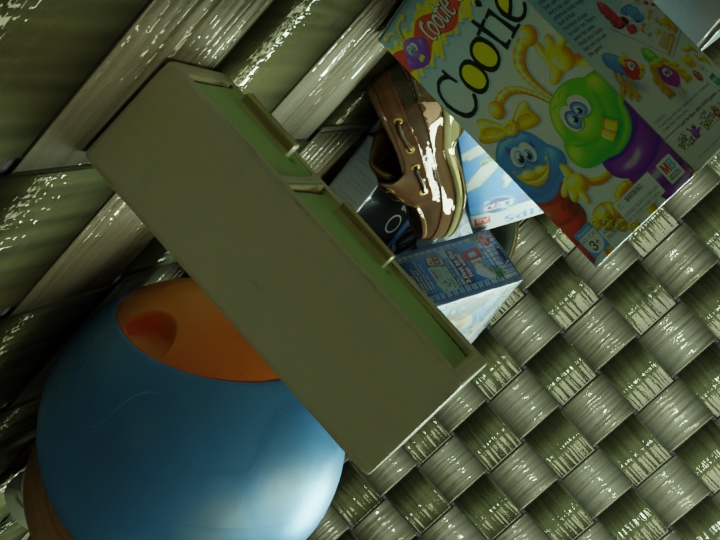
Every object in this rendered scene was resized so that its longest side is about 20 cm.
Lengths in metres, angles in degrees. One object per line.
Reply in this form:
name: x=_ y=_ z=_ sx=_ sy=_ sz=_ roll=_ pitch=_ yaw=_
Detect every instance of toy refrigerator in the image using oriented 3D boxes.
toy refrigerator: x=-0.031 y=-0.006 z=0.622 sx=0.070 sy=0.200 sz=0.076 roll=-44 pitch=172 yaw=13

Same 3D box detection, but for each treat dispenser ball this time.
treat dispenser ball: x=-0.108 y=0.105 z=0.845 sx=0.201 sy=0.201 sz=0.201 roll=-42 pitch=173 yaw=-6

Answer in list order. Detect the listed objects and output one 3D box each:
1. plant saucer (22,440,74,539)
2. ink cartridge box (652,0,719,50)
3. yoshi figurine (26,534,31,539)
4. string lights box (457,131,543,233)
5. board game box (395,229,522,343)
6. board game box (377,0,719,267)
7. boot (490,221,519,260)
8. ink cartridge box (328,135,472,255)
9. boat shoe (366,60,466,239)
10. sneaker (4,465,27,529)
plant saucer: x=-0.146 y=0.152 z=0.951 sx=0.200 sy=0.200 sz=0.032 roll=-39 pitch=156 yaw=-27
ink cartridge box: x=0.238 y=-0.252 z=0.878 sx=0.200 sy=0.146 sz=0.083 roll=-36 pitch=168 yaw=-41
yoshi figurine: x=-0.164 y=0.174 z=1.011 sx=0.200 sy=0.112 sz=0.113 roll=-43 pitch=143 yaw=-30
string lights box: x=0.123 y=-0.112 z=1.048 sx=0.102 sy=0.059 sz=0.200 roll=-17 pitch=153 yaw=2
board game box: x=0.006 y=0.059 z=1.100 sx=0.199 sy=0.062 sz=0.200 roll=-5 pitch=141 yaw=-42
board game box: x=0.128 y=-0.122 z=0.812 sx=0.105 sy=0.200 sz=0.103 roll=-37 pitch=171 yaw=-44
boot: x=0.124 y=-0.093 z=1.254 sx=0.138 sy=0.077 sz=0.202 roll=92 pitch=2 yaw=-74
ink cartridge box: x=0.000 y=0.000 z=1.124 sx=0.200 sy=0.043 sz=0.198 roll=-50 pitch=150 yaw=8
boat shoe: x=0.037 y=-0.088 z=0.974 sx=0.067 sy=0.072 sz=0.201 roll=-20 pitch=149 yaw=-8
sneaker: x=-0.205 y=0.143 z=1.091 sx=0.200 sy=0.075 sz=0.081 roll=-36 pitch=161 yaw=-49
